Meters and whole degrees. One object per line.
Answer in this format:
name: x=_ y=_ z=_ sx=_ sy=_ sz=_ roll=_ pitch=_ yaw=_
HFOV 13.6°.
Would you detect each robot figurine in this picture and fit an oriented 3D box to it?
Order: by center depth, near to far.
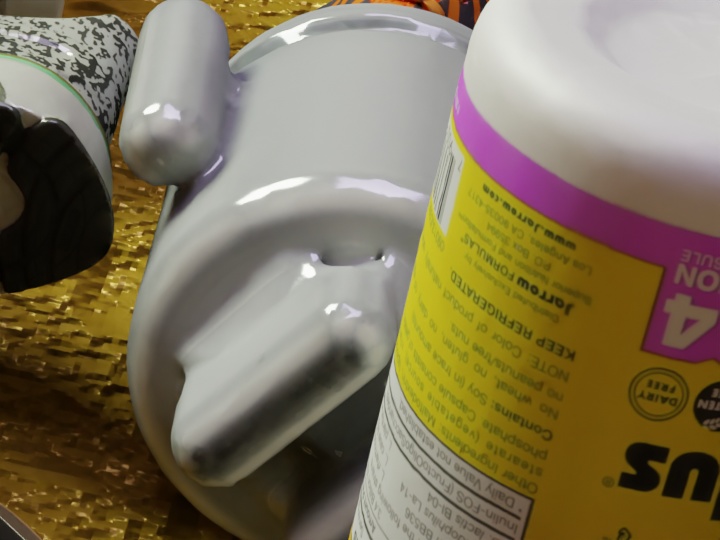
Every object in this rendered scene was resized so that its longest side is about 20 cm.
robot figurine: x=0.000 y=0.000 z=0.802 sx=0.170 sy=0.113 sz=0.200 roll=49 pitch=21 yaw=-18

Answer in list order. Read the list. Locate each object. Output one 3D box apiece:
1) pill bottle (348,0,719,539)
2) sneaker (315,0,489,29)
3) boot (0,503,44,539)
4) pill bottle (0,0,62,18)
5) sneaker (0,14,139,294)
pill bottle: x=0.054 y=0.042 z=0.655 sx=0.104 sy=0.201 sz=0.104 roll=10 pitch=28 yaw=-5
sneaker: x=0.025 y=-0.109 z=1.016 sx=0.077 sy=0.113 sz=0.200 roll=23 pitch=29 yaw=20
boot: x=-0.042 y=0.117 z=0.637 sx=0.075 sy=0.074 sz=0.200 roll=11 pitch=24 yaw=-48
pill bottle: x=-0.191 y=-0.113 z=0.924 sx=0.199 sy=0.105 sz=0.104 roll=5 pitch=28 yaw=-13
sneaker: x=-0.145 y=-0.043 z=0.824 sx=0.199 sy=0.077 sz=0.089 roll=6 pitch=36 yaw=20
